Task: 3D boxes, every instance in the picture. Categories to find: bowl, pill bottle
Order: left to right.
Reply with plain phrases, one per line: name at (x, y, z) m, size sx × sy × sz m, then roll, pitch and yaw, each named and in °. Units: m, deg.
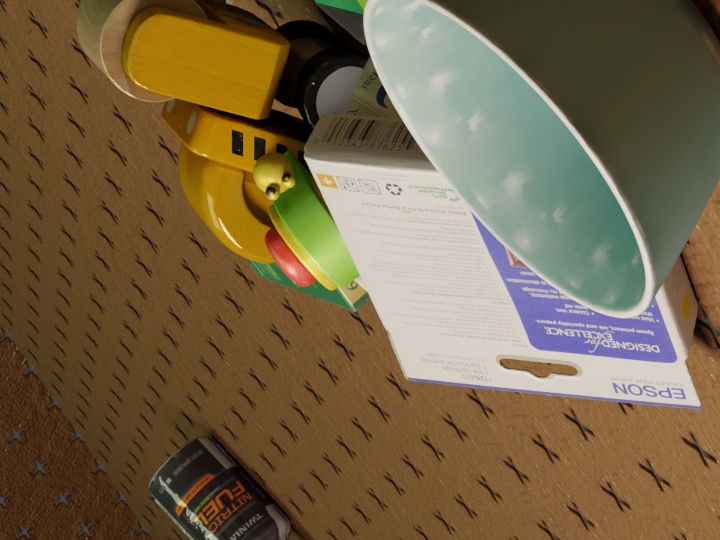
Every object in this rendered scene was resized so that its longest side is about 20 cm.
pill bottle at (-0.157, 0.304, 3.018) m, size 0.200 × 0.106 × 0.106 m, roll 45°, pitch 165°, yaw 16°
bowl at (0.105, -0.086, 1.198) m, size 0.201 × 0.105 × 0.201 m, roll 45°, pitch 165°, yaw 15°

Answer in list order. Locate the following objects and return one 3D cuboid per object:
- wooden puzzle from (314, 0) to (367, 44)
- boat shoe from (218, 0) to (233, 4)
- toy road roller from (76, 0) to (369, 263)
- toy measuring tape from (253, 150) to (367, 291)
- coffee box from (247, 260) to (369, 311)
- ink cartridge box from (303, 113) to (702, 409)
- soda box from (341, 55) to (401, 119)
wooden puzzle at (-0.037, -0.209, 1.450) m, size 0.200 × 0.037 × 0.185 m, roll 46°, pitch 166°, yaw 14°
boat shoe at (-0.158, -0.239, 1.656) m, size 0.072 × 0.068 × 0.200 m, roll -6°, pitch 128°, yaw 44°
toy road roller at (-0.088, -0.092, 1.545) m, size 0.200 × 0.146 × 0.123 m, roll 16°, pitch -169°, yaw -21°
toy measuring tape at (0.000, 0.000, 1.520) m, size 0.200 × 0.074 × 0.074 m, roll 47°, pitch 169°, yaw -33°
coffee box at (-0.062, -0.038, 1.957) m, size 0.123 × 0.044 × 0.200 m, roll 54°, pitch 166°, yaw -20°
ink cartridge box at (0.089, -0.005, 1.424) m, size 0.197 × 0.047 × 0.200 m, roll 5°, pitch 144°, yaw 27°
soda box at (0.057, -0.039, 1.496) m, size 0.063 × 0.068 × 0.200 m, roll 1°, pitch 139°, yaw 31°
